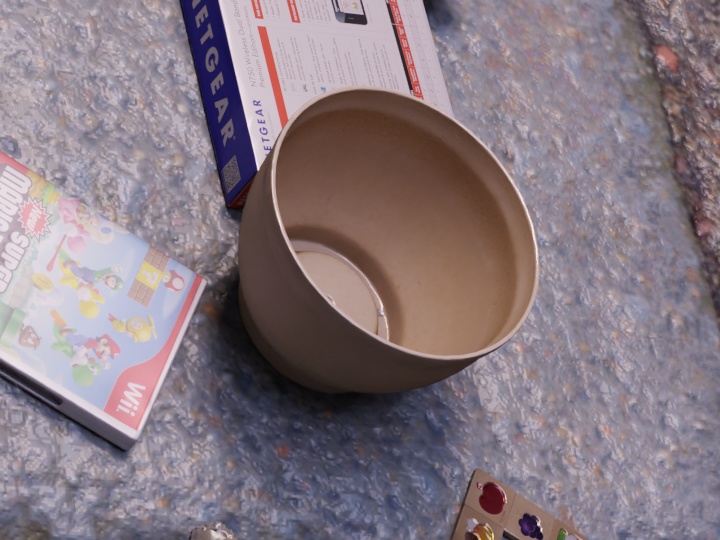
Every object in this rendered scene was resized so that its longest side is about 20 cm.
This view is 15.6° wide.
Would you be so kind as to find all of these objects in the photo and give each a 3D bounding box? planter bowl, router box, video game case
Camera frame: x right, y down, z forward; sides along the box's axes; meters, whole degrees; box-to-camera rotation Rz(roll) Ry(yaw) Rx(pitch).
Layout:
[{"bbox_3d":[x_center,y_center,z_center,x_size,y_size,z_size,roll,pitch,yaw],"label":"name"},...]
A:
[{"bbox_3d":[0.000,0.000,1.727,0.199,0.135,0.201,17,52,-23],"label":"planter bowl"},{"bbox_3d":[-0.027,-0.137,1.857,0.178,0.049,0.201,4,59,-32],"label":"router box"},{"bbox_3d":[-0.205,0.008,1.665,0.199,0.017,0.144,32,48,-12],"label":"video game case"}]

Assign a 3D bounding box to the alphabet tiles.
[{"bbox_3d":[0.116,0.249,1.729,0.167,0.008,0.201,33,49,-12],"label":"alphabet tiles"}]

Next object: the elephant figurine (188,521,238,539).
[{"bbox_3d":[-0.033,0.266,1.545,0.199,0.156,0.141,34,5,24],"label":"elephant figurine"}]
